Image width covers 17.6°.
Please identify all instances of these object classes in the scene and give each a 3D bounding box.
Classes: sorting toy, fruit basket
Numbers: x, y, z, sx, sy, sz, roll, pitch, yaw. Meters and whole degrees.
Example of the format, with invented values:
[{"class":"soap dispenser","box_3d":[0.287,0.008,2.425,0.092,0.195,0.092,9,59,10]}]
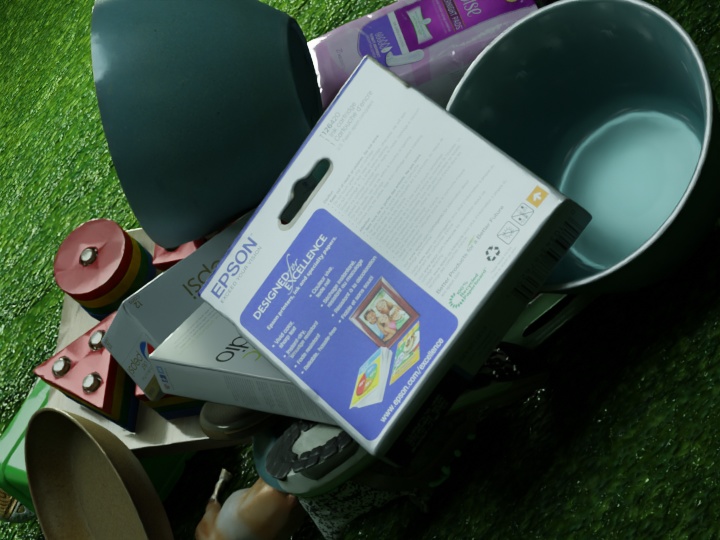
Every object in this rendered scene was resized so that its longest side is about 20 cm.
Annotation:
[{"class":"sorting toy","box_3d":[-0.167,0.041,1.823,0.198,0.070,0.201,-10,59,26]},{"class":"fruit basket","box_3d":[-0.222,0.119,1.956,0.215,0.155,0.217,-23,45,25]}]

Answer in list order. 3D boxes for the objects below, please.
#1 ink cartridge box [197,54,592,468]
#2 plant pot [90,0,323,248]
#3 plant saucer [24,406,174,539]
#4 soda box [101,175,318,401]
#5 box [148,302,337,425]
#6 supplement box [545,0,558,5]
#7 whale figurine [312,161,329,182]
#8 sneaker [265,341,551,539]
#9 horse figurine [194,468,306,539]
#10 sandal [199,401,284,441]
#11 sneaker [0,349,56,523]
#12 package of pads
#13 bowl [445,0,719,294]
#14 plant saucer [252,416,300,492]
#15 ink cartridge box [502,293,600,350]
[{"class":"ink cartridge box","box_3d":[0.017,-0.008,1.474,0.198,0.047,0.200,-54,48,4]},{"class":"plant pot","box_3d":[-0.104,-0.129,1.737,0.134,0.201,0.201,-12,35,11]},{"class":"plant saucer","box_3d":[-0.190,0.191,1.761,0.035,0.201,0.200,-23,9,-29]},{"class":"soda box","box_3d":[-0.095,0.011,1.726,0.200,0.064,0.068,-36,-10,-34]},{"class":"box","box_3d":[-0.028,0.041,1.583,0.199,0.037,0.144,8,41,39]},{"class":"supplement box","box_3d":[0.131,-0.318,1.930,0.200,0.133,0.198,-46,23,14]},{"class":"whale figurine","box_3d":[-0.064,-0.059,1.978,0.158,0.104,0.200,-18,-4,-13]},{"class":"sneaker","box_3d":[0.039,0.114,1.544,0.199,0.089,0.077,-25,29,-2]},{"class":"horse figurine","box_3d":[-0.070,0.169,1.697,0.200,0.050,0.133,-36,20,39]},{"class":"sandal","box_3d":[-0.051,0.045,1.678,0.200,0.054,0.080,-46,28,-24]},{"class":"sneaker","box_3d":[-0.281,0.152,2.116,0.088,0.075,0.201,-47,14,57]},{"class":"package of pads","box_3d":[0.056,-0.163,1.816,0.199,0.076,0.121,-24,39,6]},{"class":"bowl","box_3d":[0.156,-0.066,1.494,0.200,0.105,0.202,-14,65,30]},{"class":"plant saucer","box_3d":[0.003,0.079,1.651,0.199,0.027,0.201,-27,27,15]},{"class":"ink cartridge box","box_3d":[0.107,-0.027,1.633,0.104,0.059,0.200,-39,26,17]}]
